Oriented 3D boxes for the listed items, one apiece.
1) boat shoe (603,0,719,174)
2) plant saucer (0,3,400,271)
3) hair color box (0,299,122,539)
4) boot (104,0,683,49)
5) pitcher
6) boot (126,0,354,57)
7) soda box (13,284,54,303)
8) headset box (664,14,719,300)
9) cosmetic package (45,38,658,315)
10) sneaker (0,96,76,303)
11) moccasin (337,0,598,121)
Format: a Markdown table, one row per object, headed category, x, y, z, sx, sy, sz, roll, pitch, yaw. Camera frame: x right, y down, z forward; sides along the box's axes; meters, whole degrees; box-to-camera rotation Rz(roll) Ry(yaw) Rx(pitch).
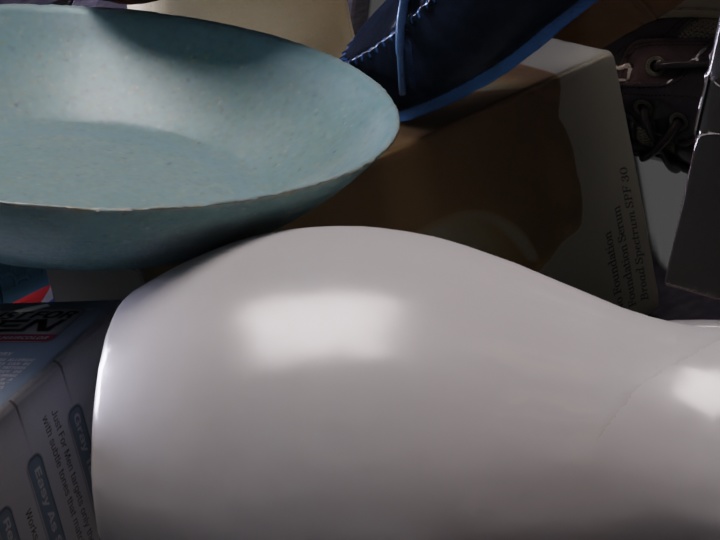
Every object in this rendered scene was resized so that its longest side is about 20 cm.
| category | x | y | z | sx | sy | sz | roll | pitch | yaw |
| --- | --- | --- | --- | --- | --- | --- | --- | --- | --- |
| boat shoe | 0.133 | -0.071 | 1.046 | 0.199 | 0.072 | 0.065 | -9 | 66 | 2 |
| plant saucer | -0.089 | -0.037 | 0.815 | 0.200 | 0.039 | 0.201 | 5 | 21 | -2 |
| hair color box | -0.124 | 0.095 | 0.737 | 0.060 | 0.099 | 0.200 | -2 | 24 | 28 |
| boot | 0.020 | -0.122 | 0.937 | 0.188 | 0.200 | 0.069 | -38 | 55 | 16 |
| pitcher | 0.034 | 0.044 | 0.768 | 0.199 | 0.122 | 0.172 | 2 | 12 | 9 |
| boot | -0.090 | -0.078 | 1.070 | 0.199 | 0.156 | 0.073 | -7 | 22 | 14 |
| soda box | -0.080 | 0.020 | 0.947 | 0.200 | 0.064 | 0.068 | -30 | 27 | -35 |
| headset box | 0.165 | -0.060 | 0.789 | 0.075 | 0.149 | 0.200 | 16 | 8 | 26 |
| cosmetic package | 0.000 | 0.000 | 0.899 | 0.200 | 0.105 | 0.071 | -27 | 26 | -29 |
| sneaker | -0.174 | -0.022 | 0.918 | 0.200 | 0.080 | 0.130 | -18 | 21 | -41 |
| moccasin | 0.054 | -0.121 | 0.825 | 0.200 | 0.068 | 0.081 | -38 | 20 | 38 |
